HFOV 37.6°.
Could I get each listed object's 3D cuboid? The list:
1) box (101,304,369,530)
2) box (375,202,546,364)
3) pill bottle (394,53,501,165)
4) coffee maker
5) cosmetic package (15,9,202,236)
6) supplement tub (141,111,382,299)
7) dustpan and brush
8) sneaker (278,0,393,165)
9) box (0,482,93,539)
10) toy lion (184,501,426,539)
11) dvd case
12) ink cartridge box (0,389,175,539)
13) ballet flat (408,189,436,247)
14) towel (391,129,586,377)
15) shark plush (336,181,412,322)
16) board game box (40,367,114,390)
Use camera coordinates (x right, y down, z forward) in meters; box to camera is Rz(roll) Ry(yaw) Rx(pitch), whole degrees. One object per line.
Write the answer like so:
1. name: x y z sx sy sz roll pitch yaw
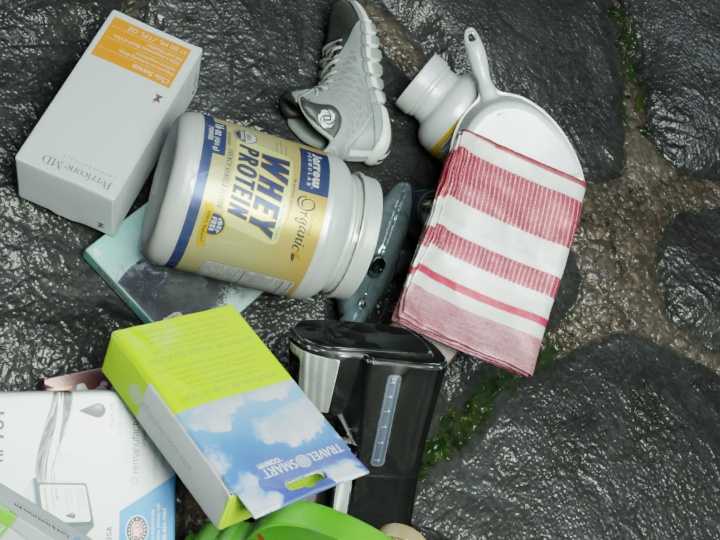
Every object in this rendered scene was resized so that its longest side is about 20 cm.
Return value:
1. box: -0.100 0.116 0.832 0.121 0.048 0.200 -13 49 -43
2. box: 0.085 0.032 1.048 0.075 0.100 0.200 40 84 -4
3. pill bottle: 0.136 -0.150 1.190 0.200 0.104 0.104 41 58 -4
4. coffee maker: 0.010 0.152 0.945 0.191 0.134 0.201 3 104 -39
5. cosmetic package: -0.239 -0.145 1.022 0.101 0.071 0.201 23 60 -2
6. supplement tub: -0.092 -0.055 0.994 0.199 0.144 0.145 15 63 -18
7. dustpan and brush: 0.145 -0.159 1.118 0.139 0.057 0.201 -17 100 3
8. sneaker: -0.037 -0.211 1.155 0.115 0.075 0.201 -4 71 -24
9. box: -0.275 0.248 0.783 0.156 0.041 0.200 -48 116 0
10. toy lion: -0.061 0.258 0.859 0.191 0.201 0.069 24 37 6
11. dvd case: -0.153 -0.023 1.049 0.146 0.022 0.200 47 57 0
12. ink cartridge box: -0.255 0.172 0.859 0.199 0.086 0.148 1 83 -22
13. ballet flat: 0.112 -0.004 1.137 0.073 0.073 0.201 -29 83 -32
14. towel: 0.125 -0.018 0.988 0.143 0.023 0.201 22 76 -11
15. shark plush: 0.000 0.000 1.068 0.091 0.083 0.200 37 54 -5
16. board game box: -0.180 0.129 0.960 0.199 0.019 0.104 -10 84 -28
